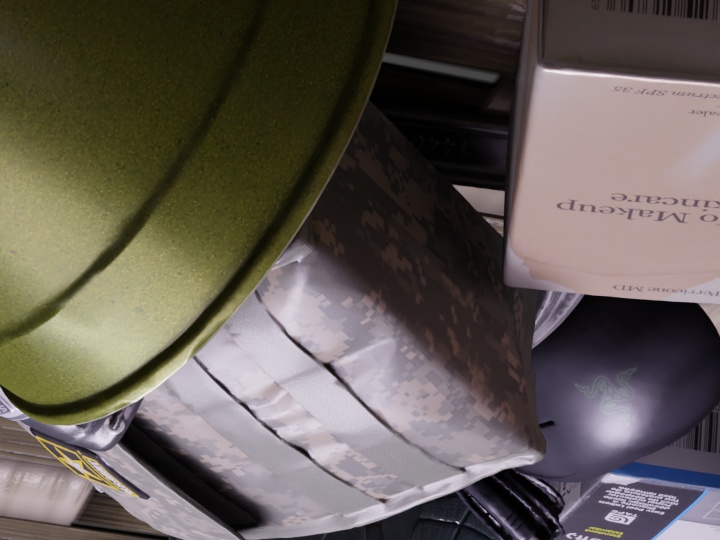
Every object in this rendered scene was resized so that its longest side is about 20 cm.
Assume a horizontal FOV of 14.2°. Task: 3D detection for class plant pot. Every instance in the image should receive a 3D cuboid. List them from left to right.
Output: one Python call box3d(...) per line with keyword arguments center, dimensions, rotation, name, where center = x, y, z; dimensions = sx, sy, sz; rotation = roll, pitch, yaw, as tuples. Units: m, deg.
box3d(center=(-0.125, -0.087, 0.859), dimensions=(0.193, 0.201, 0.200), rotation=(32, 150, -27), name="plant pot")

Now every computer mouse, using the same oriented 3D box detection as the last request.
box3d(center=(0.084, 0.064, 1.308), dimensions=(0.139, 0.053, 0.200), rotation=(49, 141, -8), name="computer mouse")

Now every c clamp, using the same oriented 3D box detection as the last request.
box3d(center=(0.000, 0.000, 1.164), dimensions=(0.199, 0.027, 0.171), rotation=(2, 125, -4), name="c clamp")

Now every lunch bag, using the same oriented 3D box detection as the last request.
box3d(center=(-0.056, 0.027, 1.089), dimensions=(0.199, 0.118, 0.164), rotation=(-21, 136, 27), name="lunch bag")

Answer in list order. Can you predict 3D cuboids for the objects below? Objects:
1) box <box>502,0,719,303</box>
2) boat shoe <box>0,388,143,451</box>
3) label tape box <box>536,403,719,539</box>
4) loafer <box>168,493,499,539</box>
box3d(center=(0.100, -0.060, 0.996), dimensions=(0.094, 0.078, 0.200), rotation=(4, 160, 2), name="box")
box3d(center=(-0.060, -0.032, 0.967), dimensions=(0.057, 0.200, 0.069), rotation=(33, -179, -28), name="boat shoe")
box3d(center=(0.169, 0.111, 1.464), dimensions=(0.143, 0.064, 0.200), rotation=(9, 159, -8), name="label tape box")
box3d(center=(-0.007, 0.157, 1.637), dimensions=(0.199, 0.072, 0.063), rotation=(0, 165, 8), name="loafer")
